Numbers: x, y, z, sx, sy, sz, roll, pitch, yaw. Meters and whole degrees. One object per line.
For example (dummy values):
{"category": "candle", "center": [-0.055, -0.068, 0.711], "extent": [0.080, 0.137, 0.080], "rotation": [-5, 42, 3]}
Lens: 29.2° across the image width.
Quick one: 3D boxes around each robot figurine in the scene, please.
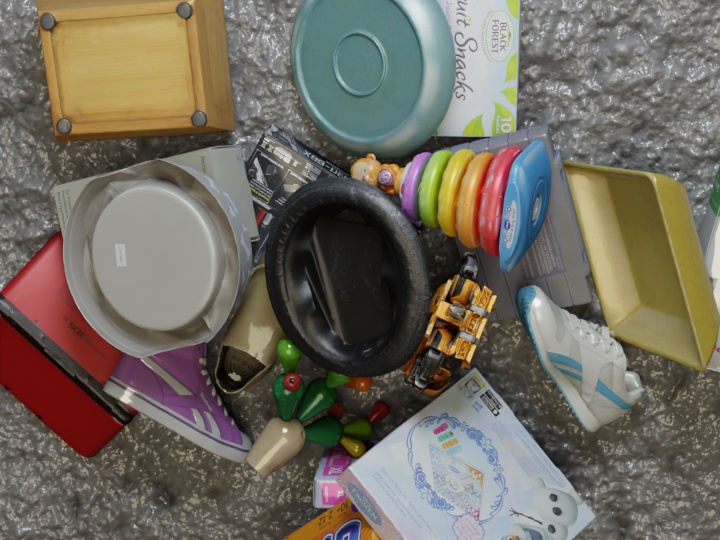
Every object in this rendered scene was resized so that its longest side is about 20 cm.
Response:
{"category": "robot figurine", "center": [0.090, 0.062, 1.397], "extent": [0.058, 0.200, 0.146], "rotation": [24, 77, 0]}

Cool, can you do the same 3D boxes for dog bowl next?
{"category": "dog bowl", "center": [-0.196, -0.015, 1.372], "extent": [0.198, 0.059, 0.203], "rotation": [4, 100, 22]}

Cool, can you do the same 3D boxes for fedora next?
{"category": "fedora", "center": [0.000, 0.000, 1.364], "extent": [0.199, 0.091, 0.203], "rotation": [8, 109, 24]}

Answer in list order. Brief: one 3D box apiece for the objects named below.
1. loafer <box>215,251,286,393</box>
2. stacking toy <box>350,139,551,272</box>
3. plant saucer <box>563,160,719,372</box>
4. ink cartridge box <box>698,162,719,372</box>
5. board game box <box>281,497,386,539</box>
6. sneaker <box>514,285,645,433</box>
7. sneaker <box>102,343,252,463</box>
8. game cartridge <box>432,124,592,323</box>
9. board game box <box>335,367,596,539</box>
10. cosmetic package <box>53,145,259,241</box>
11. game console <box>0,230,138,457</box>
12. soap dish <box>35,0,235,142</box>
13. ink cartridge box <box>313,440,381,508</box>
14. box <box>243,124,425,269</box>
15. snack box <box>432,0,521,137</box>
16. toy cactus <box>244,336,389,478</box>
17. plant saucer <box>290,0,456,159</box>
{"category": "loafer", "center": [-0.102, 0.061, 1.452], "extent": [0.075, 0.068, 0.201], "rotation": [25, 131, 3]}
{"category": "stacking toy", "center": [0.080, -0.081, 1.365], "extent": [0.198, 0.110, 0.117], "rotation": [13, 115, 19]}
{"category": "plant saucer", "center": [0.287, -0.017, 1.381], "extent": [0.048, 0.200, 0.202], "rotation": [-21, 104, -14]}
{"category": "ink cartridge box", "center": [0.414, 0.004, 1.413], "extent": [0.144, 0.084, 0.202], "rotation": [14, 107, 3]}
{"category": "board game box", "center": [0.030, 0.375, 1.440], "extent": [0.199, 0.201, 0.200], "rotation": [27, 136, -26]}
{"category": "sneaker", "center": [0.227, 0.081, 1.449], "extent": [0.080, 0.077, 0.200], "rotation": [-31, 124, 11]}
{"category": "sneaker", "center": [-0.173, 0.130, 1.511], "extent": [0.200, 0.072, 0.115], "rotation": [38, 75, -36]}
{"category": "game cartridge", "center": [0.161, -0.046, 1.434], "extent": [0.128, 0.038, 0.202], "rotation": [-13, 116, 11]}
{"category": "board game box", "center": [0.109, 0.231, 1.394], "extent": [0.201, 0.198, 0.043], "rotation": [51, 143, 9]}
{"category": "cosmetic package", "center": [-0.214, -0.060, 1.443], "extent": [0.198, 0.071, 0.106], "rotation": [-13, 91, 24]}
{"category": "game console", "center": [-0.320, 0.084, 1.556], "extent": [0.200, 0.119, 0.173], "rotation": [43, 75, -7]}
{"category": "soap dish", "center": [-0.236, -0.213, 1.429], "extent": [0.198, 0.081, 0.159], "rotation": [-3, 105, 6]}
{"category": "ink cartridge box", "center": [0.054, 0.220, 1.497], "extent": [0.198, 0.119, 0.042], "rotation": [2, 104, 5]}
{"category": "box", "center": [-0.053, -0.034, 1.474], "extent": [0.199, 0.050, 0.159], "rotation": [31, 107, -2]}
{"category": "snack box", "center": [0.092, -0.240, 1.398], "extent": [0.140, 0.053, 0.202], "rotation": [1, 107, 5]}
{"category": "toy cactus", "center": [-0.049, 0.154, 1.453], "extent": [0.165, 0.200, 0.102], "rotation": [-47, 58, -7]}
{"category": "plant saucer", "center": [0.004, -0.209, 1.386], "extent": [0.198, 0.027, 0.202], "rotation": [11, 110, 33]}
